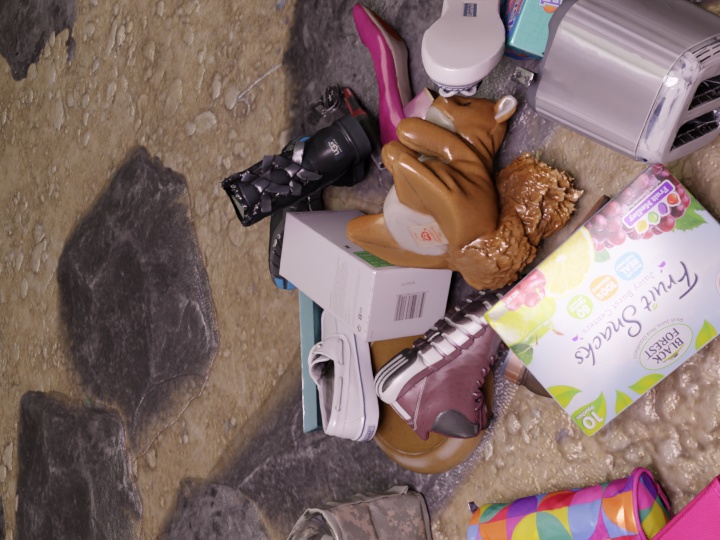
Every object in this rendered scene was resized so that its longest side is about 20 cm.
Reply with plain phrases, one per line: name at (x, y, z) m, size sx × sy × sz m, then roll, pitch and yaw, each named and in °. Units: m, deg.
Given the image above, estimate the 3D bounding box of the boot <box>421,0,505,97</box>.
boot at (0.097, -0.191, 0.787) m, size 0.072 × 0.200 × 0.091 m, roll 9°, pitch 129°, yaw 10°

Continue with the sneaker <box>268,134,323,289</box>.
sneaker at (-0.084, -0.075, 1.120) m, size 0.082 × 0.073 × 0.201 m, roll -165°, pitch 84°, yaw -67°

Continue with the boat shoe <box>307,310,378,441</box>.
boat shoe at (-0.029, 0.108, 1.001) m, size 0.201 × 0.065 × 0.074 m, roll -108°, pitch 34°, yaw -48°

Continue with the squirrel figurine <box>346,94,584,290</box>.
squirrel figurine at (0.115, -0.088, 0.861) m, size 0.199 × 0.187 × 0.142 m, roll 30°, pitch 144°, yaw 3°

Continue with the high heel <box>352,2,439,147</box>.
high heel at (0.020, -0.225, 1.014) m, size 0.096 × 0.067 × 0.201 m, roll -40°, pitch 63°, yaw 23°

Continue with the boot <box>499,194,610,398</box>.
boot at (0.220, 0.035, 0.812) m, size 0.097 × 0.075 × 0.201 m, roll 28°, pitch 98°, yaw 18°

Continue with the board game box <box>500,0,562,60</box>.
board game box at (0.173, -0.277, 0.800) m, size 0.200 × 0.045 × 0.153 m, roll -85°, pitch 14°, yaw -76°

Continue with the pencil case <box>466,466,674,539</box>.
pencil case at (0.191, 0.241, 0.793) m, size 0.199 × 0.088 × 0.089 m, roll -24°, pitch 69°, yaw 40°

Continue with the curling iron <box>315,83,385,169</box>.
curling iron at (-0.005, -0.174, 1.036) m, size 0.050 × 0.026 × 0.200 m, roll -41°, pitch 42°, yaw 7°

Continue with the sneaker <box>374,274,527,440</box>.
sneaker at (0.121, 0.099, 0.880) m, size 0.200 × 0.076 × 0.116 m, roll -36°, pitch 100°, yaw 0°

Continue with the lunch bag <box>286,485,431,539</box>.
lunch bag at (0.000, 0.338, 0.916) m, size 0.117 × 0.163 × 0.201 m, roll -3°, pitch 83°, yaw 43°

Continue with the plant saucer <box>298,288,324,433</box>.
plant saucer at (-0.056, 0.100, 1.069) m, size 0.019 × 0.070 × 0.201 m, roll -6°, pitch 82°, yaw 16°

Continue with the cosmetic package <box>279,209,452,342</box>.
cosmetic package at (0.000, 0.000, 0.960) m, size 0.200 × 0.107 × 0.085 m, roll 34°, pitch 123°, yaw 50°

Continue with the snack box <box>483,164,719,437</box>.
snack box at (0.228, 0.025, 0.737) m, size 0.200 × 0.053 × 0.142 m, roll -45°, pitch 80°, yaw 18°

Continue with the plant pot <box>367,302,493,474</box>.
plant pot at (0.063, 0.131, 0.970) m, size 0.199 × 0.027 × 0.201 m, roll -5°, pitch 83°, yaw 44°

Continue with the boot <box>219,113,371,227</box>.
boot at (-0.075, -0.106, 0.986) m, size 0.074 × 0.162 × 0.198 m, roll 59°, pitch 172°, yaw 0°

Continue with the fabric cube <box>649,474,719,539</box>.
fabric cube at (0.292, 0.272, 0.606) m, size 0.196 × 0.199 × 0.200 m, roll 53°, pitch 122°, yaw 33°

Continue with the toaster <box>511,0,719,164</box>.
toaster at (0.233, -0.164, 0.705) m, size 0.129 × 0.199 × 0.114 m, roll 36°, pitch 130°, yaw 31°
